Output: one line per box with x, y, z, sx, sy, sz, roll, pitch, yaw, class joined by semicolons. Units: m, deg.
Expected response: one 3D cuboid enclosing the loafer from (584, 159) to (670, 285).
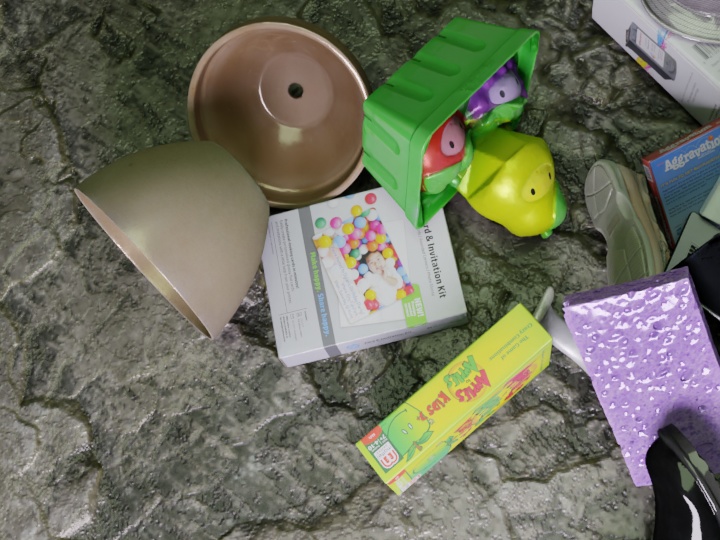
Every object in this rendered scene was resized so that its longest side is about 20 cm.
0.273;-0.025;0.947;0.062;0.072;0.203;5;53;-17;loafer

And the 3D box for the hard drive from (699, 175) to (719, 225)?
0.433;-0.112;0.930;0.130;0.027;0.202;28;104;2;hard drive

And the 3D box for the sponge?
0.264;0.098;0.864;0.110;0.030;0.202;-17;112;26;sponge

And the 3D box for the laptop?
0.373;0.013;0.846;0.186;0.117;0.200;36;43;6;laptop

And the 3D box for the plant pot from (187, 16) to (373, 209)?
-0.076;-0.176;1.034;0.197;0.204;0.093;2;32;10;plant pot

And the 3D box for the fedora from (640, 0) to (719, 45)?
0.360;-0.331;0.949;0.174;0.091;0.202;20;73;13;fedora

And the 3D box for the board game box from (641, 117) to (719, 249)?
0.382;-0.110;0.967;0.198;0.104;0.019;-27;25;-1;board game box

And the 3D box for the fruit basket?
0.124;-0.126;0.970;0.211;0.157;0.218;0;55;-1;fruit basket

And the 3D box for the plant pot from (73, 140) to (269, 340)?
-0.169;-0.050;0.981;0.200;0.201;0.134;41;76;19;plant pot

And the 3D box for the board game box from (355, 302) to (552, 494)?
0.092;0.125;0.926;0.199;0.102;0.048;-40;70;-5;board game box

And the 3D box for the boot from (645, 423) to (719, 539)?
0.250;0.256;0.841;0.156;0.079;0.214;-23;94;0;boot

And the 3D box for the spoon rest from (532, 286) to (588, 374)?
0.253;0.086;0.945;0.198;0.061;0.100;31;76;3;spoon rest

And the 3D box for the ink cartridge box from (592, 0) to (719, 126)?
0.362;-0.263;1.019;0.147;0.086;0.201;-36;69;-6;ink cartridge box

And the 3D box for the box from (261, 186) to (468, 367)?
0.000;0.000;1.015;0.196;0.041;0.158;-13;70;4;box
